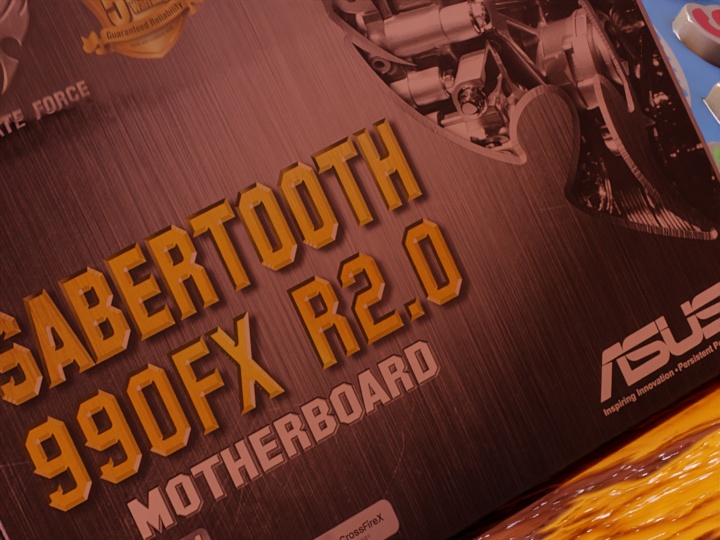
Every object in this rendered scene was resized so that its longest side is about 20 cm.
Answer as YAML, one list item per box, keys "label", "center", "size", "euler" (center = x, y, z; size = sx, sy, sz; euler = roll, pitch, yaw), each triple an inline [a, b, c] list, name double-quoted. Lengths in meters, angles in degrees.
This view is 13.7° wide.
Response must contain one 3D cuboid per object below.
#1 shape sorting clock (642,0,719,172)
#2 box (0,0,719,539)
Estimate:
- label: "shape sorting clock"
  center: [0.042, -0.069, 0.784]
  size: [0.200, 0.200, 0.039]
  euler: [-31, -23, -55]
- label: "box"
  center: [-0.019, -0.014, 0.635]
  size: [0.199, 0.159, 0.048]
  euler: [-27, 5, -32]
